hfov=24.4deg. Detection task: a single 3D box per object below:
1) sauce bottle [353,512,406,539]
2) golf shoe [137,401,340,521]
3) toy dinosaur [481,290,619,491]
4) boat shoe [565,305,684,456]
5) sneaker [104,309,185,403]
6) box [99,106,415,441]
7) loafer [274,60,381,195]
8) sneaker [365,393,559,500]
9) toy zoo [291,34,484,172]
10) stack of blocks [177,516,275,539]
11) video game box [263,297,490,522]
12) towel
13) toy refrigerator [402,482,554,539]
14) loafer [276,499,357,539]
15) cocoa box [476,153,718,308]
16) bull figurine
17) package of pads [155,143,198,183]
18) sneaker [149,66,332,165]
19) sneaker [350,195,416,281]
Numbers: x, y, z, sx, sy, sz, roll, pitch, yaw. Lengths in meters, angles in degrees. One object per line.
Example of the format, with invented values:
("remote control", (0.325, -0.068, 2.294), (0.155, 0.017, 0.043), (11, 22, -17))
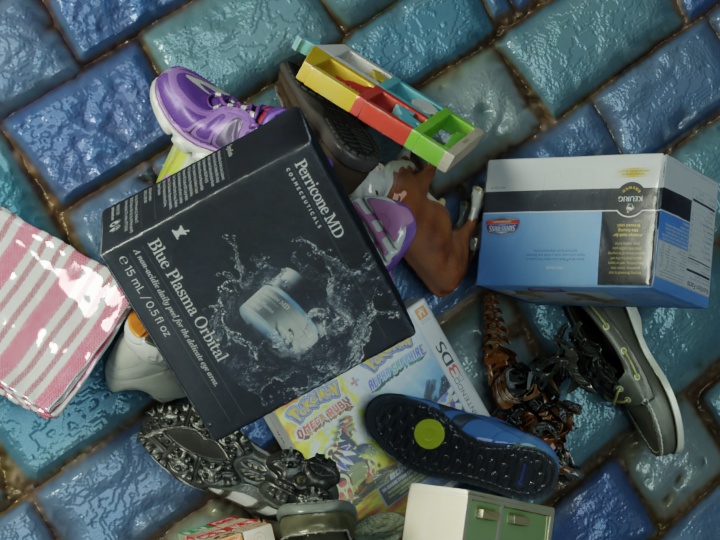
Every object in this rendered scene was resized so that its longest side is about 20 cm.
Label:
("sauce bottle", (0.036, 0.331, 1.598), (0.064, 0.065, 0.201), (-20, 114, -23))
("golf shoe", (-0.118, 0.193, 1.563), (0.199, 0.095, 0.078), (23, 61, 7))
("toy dinosaur", (0.176, 0.119, 1.677), (0.200, 0.135, 0.102), (56, 24, -11))
("boat shoe", (0.275, 0.106, 1.737), (0.060, 0.072, 0.202), (-22, 88, -21))
("sneaker", (-0.154, 0.086, 1.564), (0.199, 0.092, 0.076), (14, 39, -39))
("box", (-0.088, 0.002, 1.411), (0.199, 0.117, 0.197), (-28, 111, 2))
("loafer", (-0.045, -0.133, 1.577), (0.073, 0.200, 0.071), (19, 115, -27))
("sneaker", (0.098, 0.167, 1.621), (0.199, 0.078, 0.066), (19, 101, -4))
("toy zoo", (0.018, -0.167, 1.605), (0.200, 0.131, 0.021), (32, 111, 6))
("stack of blocks", (-0.103, 0.334, 1.532), (0.058, 0.115, 0.201), (-14, 92, -23))
("video game box", (0.024, 0.154, 1.640), (0.200, 0.047, 0.183), (-34, 97, -22))
("towel", (-0.316, 0.025, 1.481), (0.199, 0.030, 0.147), (30, 74, 4))
("toy refrigerator", (0.119, 0.254, 1.600), (0.200, 0.070, 0.076), (23, 73, -57))
("loafer", (-0.036, 0.266, 1.521), (0.075, 0.200, 0.070), (-5, 61, 0))
("cocoa box", (0.234, -0.036, 1.642), (0.133, 0.199, 0.132), (17, 77, -52))
("bull figurine", (0.055, -0.062, 1.633), (0.122, 0.065, 0.200), (-56, 134, -21))
("package of pads", (-0.126, -0.043, 1.550), (0.154, 0.068, 0.200), (36, 50, -17))
("sneaker", (-0.100, -0.130, 1.499), (0.200, 0.084, 0.081), (35, 46, 13))
("sneaker", (0.000, 0.000, 1.582), (0.088, 0.200, 0.081), (1, 55, -38))
